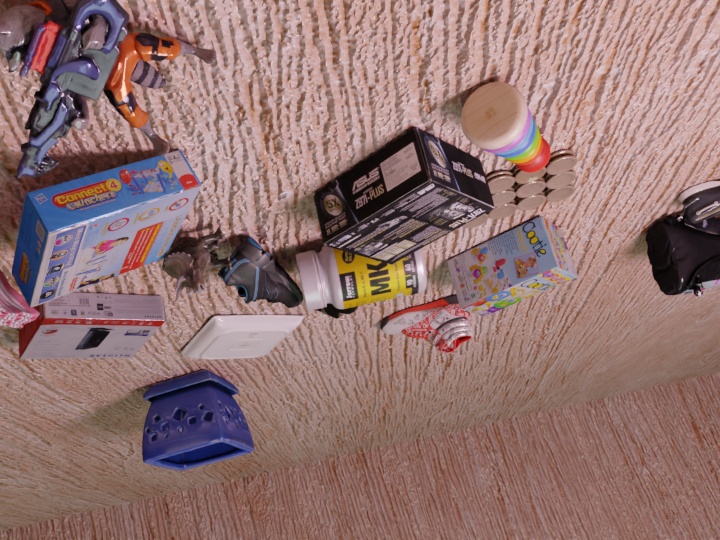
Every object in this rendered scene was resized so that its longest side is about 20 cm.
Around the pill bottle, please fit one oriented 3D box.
[{"bbox_3d":[0.000,0.000,1.259,0.199,0.115,0.114,-12,157,-4],"label":"pill bottle"}]

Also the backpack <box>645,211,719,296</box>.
[{"bbox_3d":[0.679,-0.037,1.530,0.199,0.167,0.127,-9,177,-18],"label":"backpack"}]

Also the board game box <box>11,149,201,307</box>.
[{"bbox_3d":[-0.319,-0.051,0.952,0.196,0.056,0.200,-25,168,-37],"label":"board game box"}]

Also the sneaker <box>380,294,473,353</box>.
[{"bbox_3d":[0.144,0.132,1.651,0.201,0.108,0.067,-19,157,14],"label":"sneaker"}]

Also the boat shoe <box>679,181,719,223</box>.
[{"bbox_3d":[0.688,-0.141,1.386,0.200,0.061,0.076,-21,156,18],"label":"boat shoe"}]

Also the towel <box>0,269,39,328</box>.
[{"bbox_3d":[-0.456,-0.003,0.910,0.030,0.147,0.200,-33,178,-11],"label":"towel"}]

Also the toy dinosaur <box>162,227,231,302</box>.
[{"bbox_3d":[-0.253,-0.017,1.131,0.102,0.077,0.200,-17,-166,-23],"label":"toy dinosaur"}]

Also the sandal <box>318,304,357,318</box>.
[{"bbox_3d":[-0.047,0.042,1.410,0.080,0.057,0.201,32,163,-8],"label":"sandal"}]

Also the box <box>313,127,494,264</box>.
[{"bbox_3d":[0.062,-0.099,1.100,0.200,0.086,0.164,-29,152,34],"label":"box"}]

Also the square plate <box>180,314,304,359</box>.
[{"bbox_3d":[-0.241,0.141,1.562,0.199,0.029,0.198,2,153,-33],"label":"square plate"}]

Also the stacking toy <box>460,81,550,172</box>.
[{"bbox_3d":[0.205,-0.176,1.024,0.085,0.086,0.200,-23,160,22],"label":"stacking toy"}]

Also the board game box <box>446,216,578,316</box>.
[{"bbox_3d":[0.280,-0.003,1.420,0.200,0.105,0.103,-26,155,30],"label":"board game box"}]

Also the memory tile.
[{"bbox_3d":[0.248,-0.128,1.229,0.199,0.017,0.153,-17,157,9],"label":"memory tile"}]

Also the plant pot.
[{"bbox_3d":[-0.376,0.341,1.752,0.199,0.180,0.200,-17,156,8],"label":"plant pot"}]

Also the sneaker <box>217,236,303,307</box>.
[{"bbox_3d":[-0.161,0.018,1.241,0.082,0.073,0.200,-45,146,-3],"label":"sneaker"}]

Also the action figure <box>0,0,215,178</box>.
[{"bbox_3d":[-0.260,-0.179,0.726,0.193,0.105,0.200,21,114,-46],"label":"action figure"}]

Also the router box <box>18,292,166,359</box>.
[{"bbox_3d":[-0.461,0.097,1.311,0.200,0.049,0.179,3,152,-35],"label":"router box"}]
